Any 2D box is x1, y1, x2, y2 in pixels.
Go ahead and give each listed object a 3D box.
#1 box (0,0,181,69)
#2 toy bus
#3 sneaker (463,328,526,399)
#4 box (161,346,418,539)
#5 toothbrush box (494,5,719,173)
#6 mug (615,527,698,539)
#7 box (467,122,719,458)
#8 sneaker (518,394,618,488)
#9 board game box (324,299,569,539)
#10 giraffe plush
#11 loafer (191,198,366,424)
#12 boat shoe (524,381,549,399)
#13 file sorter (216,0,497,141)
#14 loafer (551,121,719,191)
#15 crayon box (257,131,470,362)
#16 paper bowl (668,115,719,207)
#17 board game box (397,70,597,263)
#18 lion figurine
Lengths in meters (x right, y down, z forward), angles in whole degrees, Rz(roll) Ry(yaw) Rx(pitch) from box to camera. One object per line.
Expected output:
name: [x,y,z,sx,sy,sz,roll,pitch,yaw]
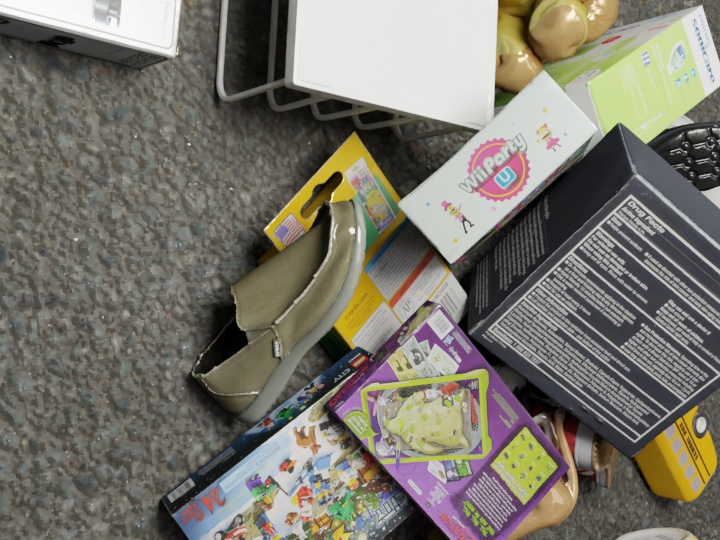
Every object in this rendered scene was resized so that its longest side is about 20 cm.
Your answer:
box: [-0.221,-0.218,0.656,0.198,0.060,0.118,6,86,-37]
toy bus: [0.326,0.155,1.067,0.078,0.065,0.201,-43,115,-27]
sneaker: [0.112,0.113,0.909,0.199,0.074,0.089,-30,129,-40]
box: [-0.039,0.176,0.775,0.199,0.038,0.137,-37,111,-15]
toothbrush box: [0.239,-0.174,0.952,0.199,0.145,0.087,-33,108,-31]
mug: [0.341,0.358,1.016,0.149,0.185,0.155,-3,82,-63]
box: [0.232,0.019,0.839,0.199,0.198,0.124,37,29,-13]
sneaker: [0.202,0.173,0.981,0.200,0.111,0.072,40,61,-63]
board game box: [0.076,0.136,0.784,0.120,0.032,0.200,-45,113,-15]
giraffe plush: [0.177,-0.264,0.923,0.161,0.172,0.201,7,51,-47]
loafer: [-0.063,0.028,0.727,0.069,0.075,0.201,26,107,-22]
boat shoe: [0.257,0.075,0.973,0.200,0.063,0.074,-28,148,-11]
file sorter: [-0.001,-0.190,0.782,0.199,0.124,0.140,6,85,-37]
loafer: [0.286,-0.105,0.940,0.070,0.199,0.069,-69,143,-69]
crayon box: [0.000,0.000,0.828,0.126,0.051,0.201,-49,118,-26]
paper bowl: [0.330,-0.073,1.048,0.199,0.104,0.203,1,88,-36]
board game box: [0.113,-0.075,0.794,0.147,0.200,0.064,-42,84,8]
lion figurine: [0.130,0.219,0.869,0.123,0.199,0.072,59,20,13]
